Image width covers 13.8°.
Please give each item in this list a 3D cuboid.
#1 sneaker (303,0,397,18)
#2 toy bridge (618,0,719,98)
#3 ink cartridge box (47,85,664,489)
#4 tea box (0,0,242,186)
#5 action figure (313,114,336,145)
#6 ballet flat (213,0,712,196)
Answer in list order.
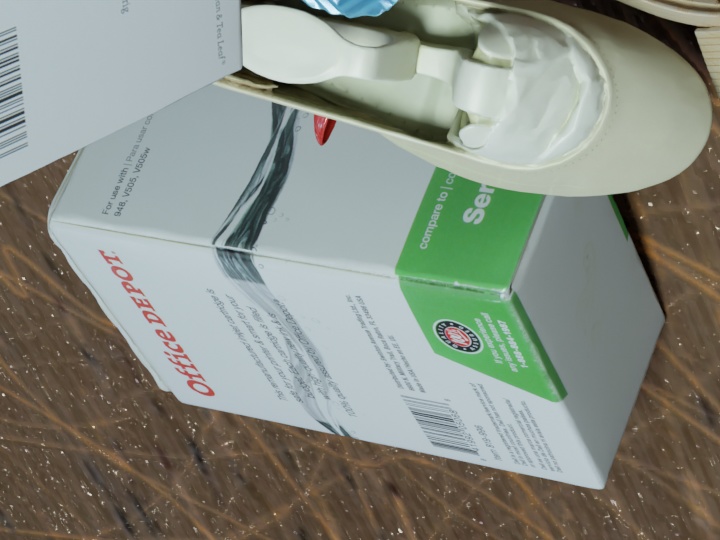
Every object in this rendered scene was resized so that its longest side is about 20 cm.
[{"bbox_3d":[0.007,-0.187,0.949,0.076,0.081,0.201,18,123,21],"label":"sneaker"},{"bbox_3d":[0.048,-0.095,1.065,0.199,0.027,0.067,4,137,33],"label":"toy bridge"},{"bbox_3d":[0.000,0.000,1.149,0.199,0.083,0.147,10,152,26],"label":"ink cartridge box"},{"bbox_3d":[-0.145,-0.159,0.881,0.197,0.133,0.201,37,141,37],"label":"tea box"},{"bbox_3d":[-0.094,-0.098,1.086,0.199,0.065,0.052,24,117,9],"label":"action figure"},{"bbox_3d":[0.021,-0.067,1.006,0.199,0.070,0.070,14,143,4],"label":"ballet flat"}]
